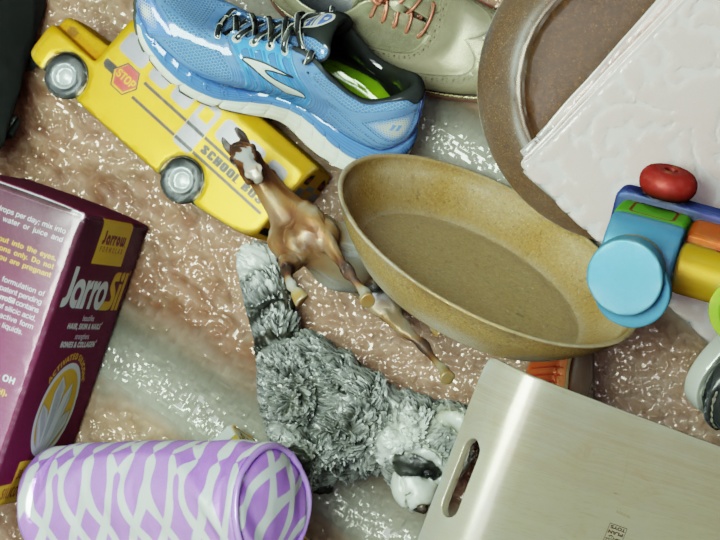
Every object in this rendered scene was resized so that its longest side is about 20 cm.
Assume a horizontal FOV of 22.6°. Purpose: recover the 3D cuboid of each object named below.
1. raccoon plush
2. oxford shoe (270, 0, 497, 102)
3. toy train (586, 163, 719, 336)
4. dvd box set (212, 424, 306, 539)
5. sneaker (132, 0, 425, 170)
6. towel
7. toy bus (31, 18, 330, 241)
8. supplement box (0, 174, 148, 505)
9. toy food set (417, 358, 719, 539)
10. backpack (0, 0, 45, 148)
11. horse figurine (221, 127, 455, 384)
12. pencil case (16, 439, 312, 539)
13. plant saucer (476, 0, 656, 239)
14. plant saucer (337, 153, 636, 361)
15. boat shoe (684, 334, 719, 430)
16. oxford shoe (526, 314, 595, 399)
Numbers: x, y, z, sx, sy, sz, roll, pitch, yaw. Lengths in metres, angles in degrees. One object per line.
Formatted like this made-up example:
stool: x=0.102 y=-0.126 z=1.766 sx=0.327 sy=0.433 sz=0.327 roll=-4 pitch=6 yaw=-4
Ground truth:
raccoon plush: x=0.001 y=0.060 z=1.150 sx=0.134 sy=0.097 sz=0.200 roll=-15 pitch=84 yaw=3
oxford shoe: x=0.023 y=-0.160 z=1.158 sx=0.200 sy=0.075 sz=0.071 roll=20 pitch=89 yaw=12
toy train: x=0.226 y=0.011 z=1.000 sx=0.200 sy=0.116 sz=0.085 roll=17 pitch=110 yaw=15
dvd box set: x=-0.092 y=0.212 z=1.135 sx=0.146 sy=0.029 sz=0.200 roll=-40 pitch=45 yaw=8
sneaker: x=-0.047 y=-0.140 z=1.139 sx=0.200 sy=0.079 sz=0.089 roll=24 pitch=137 yaw=-5
towel: x=0.221 y=-0.073 z=1.086 sx=0.191 sy=0.032 sz=0.200 roll=-46 pitch=114 yaw=7
toy bus: x=-0.121 y=-0.100 z=1.193 sx=0.200 sy=0.065 sz=0.078 roll=42 pitch=96 yaw=11
supplement box: x=-0.233 y=0.044 z=1.178 sx=0.103 sy=0.131 sz=0.200 roll=19 pitch=93 yaw=12
toy food set: x=0.140 y=0.151 z=1.076 sx=0.200 sy=0.060 sz=0.144 roll=20 pitch=93 yaw=-17
backpack: x=-0.336 y=-0.149 z=1.208 sx=0.200 sy=0.154 sz=0.163 roll=-5 pitch=55 yaw=27
horse figurine: x=0.000 y=0.000 z=1.122 sx=0.050 sy=0.200 sz=0.133 roll=-51 pitch=39 yaw=16
pencil case: x=-0.127 y=0.148 z=1.116 sx=0.200 sy=0.086 sz=0.084 roll=-8 pitch=129 yaw=35
plant saucer: x=0.173 y=-0.115 z=1.121 sx=0.200 sy=0.034 sz=0.201 roll=0 pitch=96 yaw=2
plant saucer: x=0.072 y=-0.002 z=1.090 sx=0.200 sy=0.200 sz=0.035 roll=32 pitch=116 yaw=12
boat shoe: x=0.280 y=0.023 z=1.085 sx=0.200 sy=0.074 sz=0.060 roll=-48 pitch=43 yaw=9
oxford shoe: x=0.137 y=0.129 z=1.135 sx=0.073 sy=0.071 sz=0.201 roll=5 pitch=87 yaw=-13
